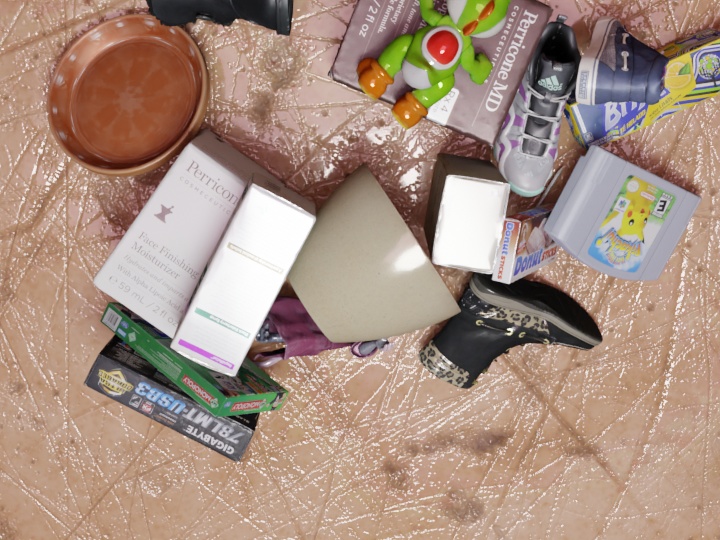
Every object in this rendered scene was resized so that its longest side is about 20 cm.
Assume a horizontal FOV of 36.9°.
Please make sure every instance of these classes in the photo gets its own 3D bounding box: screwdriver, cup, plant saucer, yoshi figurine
[{"bbox_3d":[0.194,-0.042,1.343,0.029,0.028,0.201,17,108,-33],"label":"screwdriver"},{"bbox_3d":[0.000,0.000,1.219,0.143,0.200,0.201,-33,101,3],"label":"cup"},{"bbox_3d":[-0.272,-0.205,1.271,0.199,0.032,0.201,-3,74,12],"label":"plant saucer"},{"bbox_3d":[0.092,-0.248,1.112,0.200,0.112,0.112,-44,59,23],"label":"yoshi figurine"}]

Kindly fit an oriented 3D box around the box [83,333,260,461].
[{"bbox_3d":[-0.213,0.133,1.300,0.199,0.199,0.050,27,100,-6],"label":"box"}]

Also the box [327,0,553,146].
[{"bbox_3d":[0.085,-0.261,1.226,0.199,0.164,0.166,22,102,-5],"label":"box"}]

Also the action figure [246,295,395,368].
[{"bbox_3d":[-0.039,0.079,1.337,0.199,0.134,0.149,-1,143,-25],"label":"action figure"}]

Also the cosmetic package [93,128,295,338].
[{"bbox_3d":[-0.182,-0.036,1.278,0.165,0.165,0.200,35,100,-9],"label":"cosmetic package"}]

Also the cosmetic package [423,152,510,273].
[{"bbox_3d":[0.120,-0.071,1.251,0.073,0.200,0.104,10,102,0],"label":"cosmetic package"}]

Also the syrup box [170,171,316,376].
[{"bbox_3d":[-0.126,0.004,1.163,0.081,0.079,0.200,27,102,-9],"label":"syrup box"}]

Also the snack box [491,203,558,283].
[{"bbox_3d":[0.200,-0.035,1.264,0.024,0.200,0.072,15,104,22],"label":"snack box"}]

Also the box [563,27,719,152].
[{"bbox_3d":[0.342,-0.216,1.281,0.199,0.070,0.064,-24,110,6],"label":"box"}]

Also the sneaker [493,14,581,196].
[{"bbox_3d":[0.206,-0.193,1.223,0.077,0.140,0.201,6,79,-6],"label":"sneaker"}]

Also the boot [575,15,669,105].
[{"bbox_3d":[0.301,-0.231,1.212,0.090,0.200,0.073,9,124,16],"label":"boot"}]

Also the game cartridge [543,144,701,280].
[{"bbox_3d":[0.314,-0.059,1.289,0.199,0.040,0.134,17,108,-36],"label":"game cartridge"}]

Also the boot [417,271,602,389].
[{"bbox_3d":[0.187,0.087,1.358,0.203,0.074,0.154,22,122,-25],"label":"boot"}]

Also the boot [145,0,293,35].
[{"bbox_3d":[-0.158,-0.306,1.199,0.167,0.200,0.077,4,99,-7],"label":"boot"}]

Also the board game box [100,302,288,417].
[{"bbox_3d":[-0.196,0.102,1.283,0.200,0.134,0.029,35,102,25],"label":"board game box"}]
